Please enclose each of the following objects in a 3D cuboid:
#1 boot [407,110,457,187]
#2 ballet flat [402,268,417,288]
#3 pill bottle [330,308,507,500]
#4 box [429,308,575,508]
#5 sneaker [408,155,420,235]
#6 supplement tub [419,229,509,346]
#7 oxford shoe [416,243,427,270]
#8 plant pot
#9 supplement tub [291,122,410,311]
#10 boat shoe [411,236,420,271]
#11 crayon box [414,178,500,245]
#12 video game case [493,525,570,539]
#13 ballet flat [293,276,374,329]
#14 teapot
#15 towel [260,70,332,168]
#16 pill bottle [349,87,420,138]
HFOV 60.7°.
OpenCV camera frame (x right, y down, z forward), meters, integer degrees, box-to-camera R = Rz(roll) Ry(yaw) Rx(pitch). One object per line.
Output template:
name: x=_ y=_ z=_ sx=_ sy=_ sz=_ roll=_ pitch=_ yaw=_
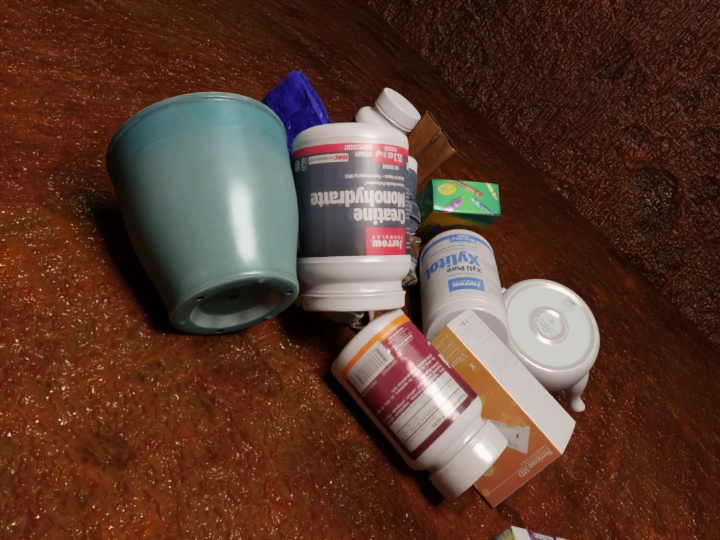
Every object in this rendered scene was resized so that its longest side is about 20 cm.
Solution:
boot: x=0.065 y=-0.222 z=1.172 sx=0.068 sy=0.201 sz=0.190 roll=5 pitch=43 yaw=-49
ballet flat: x=0.000 y=0.000 z=0.922 sx=0.198 sy=0.072 sz=0.073 roll=28 pitch=29 yaw=-25
pill bottle: x=0.068 y=0.153 z=0.712 sx=0.200 sy=0.114 sz=0.114 roll=48 pitch=27 yaw=13
box: x=0.155 y=0.172 z=0.792 sx=0.200 sy=0.125 sz=0.097 roll=48 pitch=27 yaw=13
sneaker: x=-0.006 y=-0.097 z=0.853 sx=0.198 sy=0.077 sz=0.149 roll=5 pitch=69 yaw=-20
supplement tub: x=0.159 y=0.041 z=0.969 sx=0.131 sy=0.132 sz=0.202 roll=31 pitch=32 yaw=-19
oxford shoe: x=0.173 y=0.010 z=1.119 sx=0.198 sy=0.073 sz=0.085 roll=23 pitch=33 yaw=-32
plant pot: x=-0.150 y=-0.044 z=0.648 sx=0.198 sy=0.199 sz=0.191 roll=7 pitch=57 yaw=-48
supplement tub: x=-0.010 y=-0.059 z=0.718 sx=0.139 sy=0.138 sz=0.205 roll=-3 pitch=92 yaw=-55
boat shoe: x=0.043 y=-0.057 z=0.985 sx=0.071 sy=0.074 sz=0.200 roll=17 pitch=-7 yaw=26
crayon box: x=0.147 y=-0.091 z=1.066 sx=0.116 sy=0.200 sz=0.060 roll=2 pitch=75 yaw=-12
video game case: x=0.252 y=0.394 z=0.688 sx=0.198 sy=0.036 sz=0.183 roll=26 pitch=32 yaw=-30
ballet flat: x=-0.056 y=0.022 z=0.800 sx=0.198 sy=0.068 sz=0.068 roll=26 pitch=41 yaw=-27
teapot: x=0.290 y=0.121 z=1.038 sx=0.193 sy=0.147 sz=0.203 roll=4 pitch=60 yaw=-6
towel: x=-0.132 y=-0.168 z=0.825 sx=0.049 sy=0.199 sz=0.149 roll=36 pitch=20 yaw=-50
pill bottle: x=0.016 y=-0.220 z=1.104 sx=0.110 sy=0.201 sz=0.112 roll=31 pitch=28 yaw=-18
